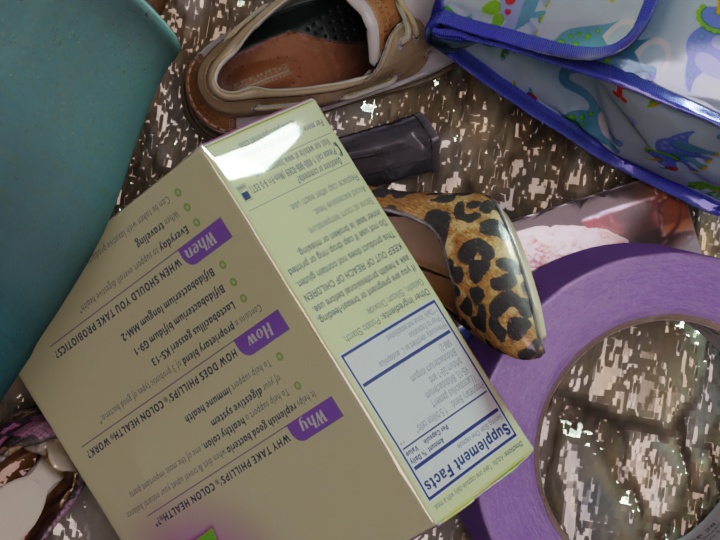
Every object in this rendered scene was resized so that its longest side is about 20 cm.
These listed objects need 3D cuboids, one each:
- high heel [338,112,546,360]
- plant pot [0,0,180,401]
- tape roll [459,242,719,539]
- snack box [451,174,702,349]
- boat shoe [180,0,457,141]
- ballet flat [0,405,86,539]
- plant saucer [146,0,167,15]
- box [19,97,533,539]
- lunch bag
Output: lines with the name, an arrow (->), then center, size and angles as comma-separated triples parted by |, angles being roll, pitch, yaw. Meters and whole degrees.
high heel -> 0.000, 0.000, 1.107 | 0.142, 0.200, 0.072 | -17, 130, -13
plant pot -> -0.186, -0.069, 0.992 | 0.200, 0.200, 0.188 | 37, 86, -5
tape roll -> 0.146, 0.088, 1.156 | 0.199, 0.066, 0.201 | -1, 94, -12
snack box -> 0.084, 0.010, 1.186 | 0.199, 0.024, 0.072 | -18, 91, -10
boat shoe -> 0.003, -0.124, 1.159 | 0.199, 0.068, 0.075 | -30, 90, -12
ballet flat -> -0.202, 0.149, 1.108 | 0.069, 0.071, 0.200 | 39, 82, -6
plant saucer -> -0.161, -0.185, 1.107 | 0.199, 0.035, 0.201 | 3, 85, -40
box -> -0.050, 0.053, 1.072 | 0.097, 0.176, 0.201 | -28, 84, -53
lunch bag -> 0.150, -0.150, 1.152 | 0.199, 0.127, 0.171 | 25, 71, -4
